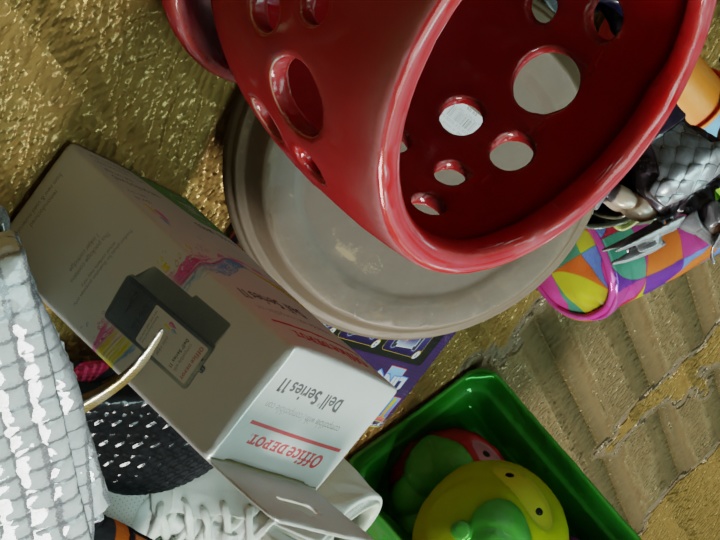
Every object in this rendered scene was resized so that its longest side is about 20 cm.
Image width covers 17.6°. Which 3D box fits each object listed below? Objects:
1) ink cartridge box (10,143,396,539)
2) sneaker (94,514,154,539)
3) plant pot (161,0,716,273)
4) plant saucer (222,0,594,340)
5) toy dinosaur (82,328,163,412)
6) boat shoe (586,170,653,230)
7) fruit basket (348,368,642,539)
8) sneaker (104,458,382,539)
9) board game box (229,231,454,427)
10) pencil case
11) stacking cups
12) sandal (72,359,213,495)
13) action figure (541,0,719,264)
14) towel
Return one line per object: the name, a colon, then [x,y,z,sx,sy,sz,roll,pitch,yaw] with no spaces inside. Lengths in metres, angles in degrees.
ink cartridge box: [-0.063,0.035,1.073,0.067,0.200,0.117,-52,154,6]
sneaker: [-0.193,0.182,1.228,0.200,0.078,0.112,-35,127,18]
plant pot: [0.026,-0.129,0.999,0.200,0.182,0.201,-31,144,-26]
plant saucer: [0.031,-0.053,1.161,0.200,0.029,0.200,-5,114,-11]
toy dinosaur: [-0.172,0.075,1.033,0.200,0.058,0.101,-12,174,4]
boat shoe: [0.136,-0.052,1.335,0.072,0.060,0.202,-48,148,19]
fruit basket: [0.092,0.166,1.481,0.155,0.216,0.216,-34,150,-26]
sneaker: [-0.076,0.136,1.285,0.200,0.116,0.074,-21,144,-40]
board game box: [0.000,0.000,1.285,0.165,0.057,0.200,-51,154,10]
pencil case: [0.197,-0.038,1.506,0.200,0.088,0.088,-28,147,-37]
stacking cups: [0.208,-0.090,1.414,0.061,0.061,0.200,-49,125,0]
sandal: [-0.143,0.070,1.176,0.200,0.045,0.075,14,125,-44]
action figure: [0.148,-0.090,1.234,0.130,0.200,0.069,-33,-178,-20]
towel: [-0.194,0.070,0.921,0.165,0.086,0.200,-22,136,-14]
